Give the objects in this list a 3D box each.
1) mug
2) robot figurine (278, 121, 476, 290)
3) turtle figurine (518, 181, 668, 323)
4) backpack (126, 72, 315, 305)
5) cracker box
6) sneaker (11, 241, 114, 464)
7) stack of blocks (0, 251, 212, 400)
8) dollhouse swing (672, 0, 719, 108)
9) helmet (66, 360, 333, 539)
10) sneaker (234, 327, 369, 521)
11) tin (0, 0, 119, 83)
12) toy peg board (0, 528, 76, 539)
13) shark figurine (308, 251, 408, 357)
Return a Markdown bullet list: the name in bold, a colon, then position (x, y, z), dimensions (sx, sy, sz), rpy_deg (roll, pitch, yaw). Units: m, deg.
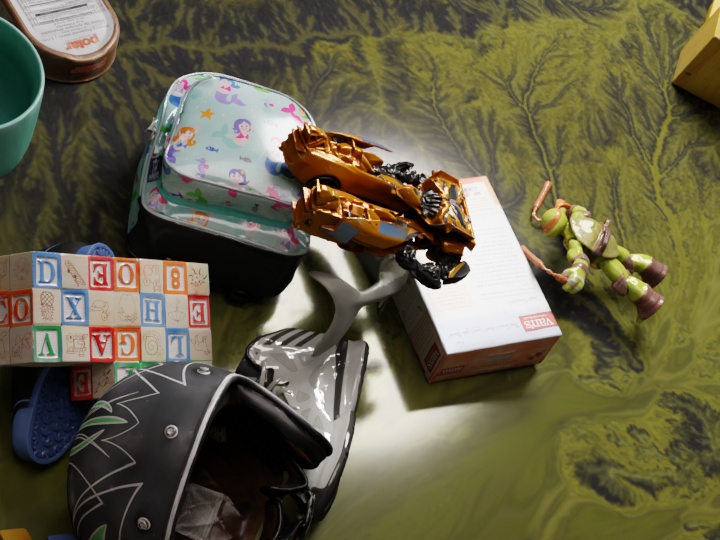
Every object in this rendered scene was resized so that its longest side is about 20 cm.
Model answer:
- **mug**: position (-0.381, -0.160, 1.381), dimensions (0.152, 0.115, 0.185), rpy_deg (-28, 69, -36)
- **robot figurine**: position (0.024, -0.060, 1.366), dimensions (0.199, 0.058, 0.146), rpy_deg (15, 46, -31)
- **turtle figurine**: position (0.246, -0.026, 1.583), dimensions (0.161, 0.065, 0.200), rpy_deg (33, 25, -11)
- **backpack**: position (-0.122, -0.096, 1.435), dimensions (0.176, 0.151, 0.201), rpy_deg (16, 45, -11)
- **cracker box**: position (0.097, 0.006, 1.508), dimensions (0.133, 0.058, 0.201), rpy_deg (-7, 58, -26)
- **sneaker**: position (-0.269, 0.069, 1.297), dimensions (0.077, 0.070, 0.201), rpy_deg (-2, 61, 30)
- **stack of blocks**: position (-0.212, 0.049, 1.256), dimensions (0.199, 0.058, 0.116), rpy_deg (5, 81, -52)
- **dollhouse swing**: position (0.511, -0.271, 1.840), dimensions (0.199, 0.182, 0.177), rpy_deg (27, 69, -2)
- **helmet**: position (-0.136, 0.164, 1.181), dimensions (0.190, 0.200, 0.201), rpy_deg (31, 46, -23)
- **sneaker**: position (-0.063, 0.130, 1.345), dimensions (0.114, 0.076, 0.201), rpy_deg (14, 42, -2)
- **tin**: position (-0.323, -0.277, 1.549), dimensions (0.111, 0.042, 0.201), rpy_deg (-22, 66, -30)
- **toy peg board**: position (-0.244, 0.256, 1.075), dimensions (0.198, 0.098, 0.200), rpy_deg (0, 33, -37)
- **shark figurine**: position (0.013, 0.011, 1.417), dimensions (0.127, 0.090, 0.215), rpy_deg (8, 29, -3)
